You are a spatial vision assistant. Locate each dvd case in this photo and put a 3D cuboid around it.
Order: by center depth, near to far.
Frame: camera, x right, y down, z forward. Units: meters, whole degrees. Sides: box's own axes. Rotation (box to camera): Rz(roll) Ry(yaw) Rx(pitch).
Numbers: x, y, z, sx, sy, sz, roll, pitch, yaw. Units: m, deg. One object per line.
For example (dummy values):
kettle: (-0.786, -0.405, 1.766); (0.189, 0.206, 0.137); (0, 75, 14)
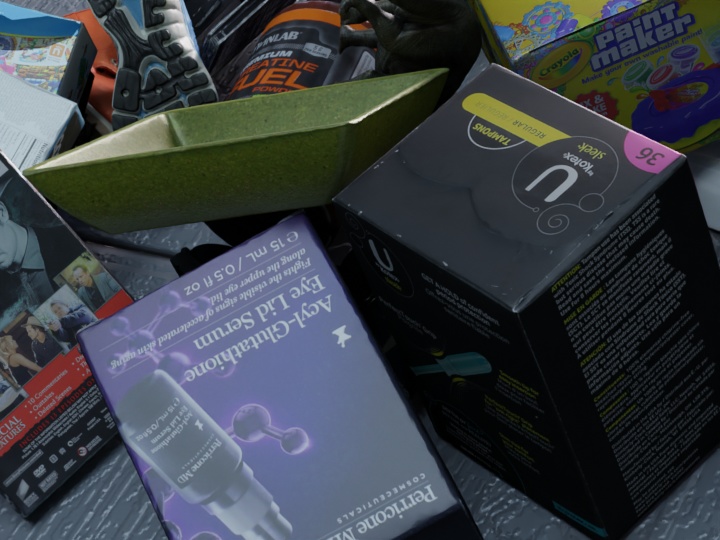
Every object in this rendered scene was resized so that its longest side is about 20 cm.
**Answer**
dvd case: (-0.224, 0.033, 1.181); (0.146, 0.200, 0.022); (-44, 8, -19)
dvd case: (-0.042, -0.218, 1.374); (0.200, 0.016, 0.149); (-43, 2, -10)

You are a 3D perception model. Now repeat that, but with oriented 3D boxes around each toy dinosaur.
toy dinosaur: (0.036, -0.143, 1.190); (0.102, 0.200, 0.077); (6, 49, -1)

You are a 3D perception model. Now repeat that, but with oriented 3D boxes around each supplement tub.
supplement tub: (-0.035, -0.109, 1.279); (0.107, 0.107, 0.200); (1, 48, 26)

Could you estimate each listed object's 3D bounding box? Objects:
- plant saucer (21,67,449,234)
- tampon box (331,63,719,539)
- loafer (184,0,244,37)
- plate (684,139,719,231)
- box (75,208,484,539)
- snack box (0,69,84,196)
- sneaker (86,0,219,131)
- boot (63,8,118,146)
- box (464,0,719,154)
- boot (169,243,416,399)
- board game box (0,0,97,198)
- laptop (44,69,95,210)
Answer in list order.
plant saucer: (-0.062, -0.067, 1.094); (0.200, 0.048, 0.200); (-7, 12, 20)
tampon box: (0.103, 0.018, 1.014); (0.126, 0.200, 0.150); (-41, 45, -17)
loafer: (-0.086, -0.232, 1.464); (0.200, 0.070, 0.068); (-36, 3, -30)
plate: (0.245, -0.114, 1.206); (0.200, 0.032, 0.200); (24, 61, 41)
box: (-0.041, 0.095, 1.026); (0.148, 0.104, 0.200); (-30, 64, -1)
snack box: (-0.278, -0.042, 1.224); (0.116, 0.037, 0.200); (25, 74, 8)
sneaker: (-0.136, -0.141, 1.338); (0.078, 0.090, 0.200); (-13, 86, 9)
boot: (-0.187, -0.146, 1.416); (0.107, 0.075, 0.200); (-27, 41, -10)
box: (0.172, -0.176, 1.163); (0.200, 0.122, 0.193); (-23, 41, 3)
boot: (0.000, 0.000, 1.171); (0.168, 0.076, 0.200); (-44, 52, -14)
board game box: (-0.284, -0.089, 1.295); (0.147, 0.064, 0.200); (15, 78, 6)
laptop: (-0.301, -0.072, 1.377); (0.200, 0.103, 0.177); (-4, 68, 58)
